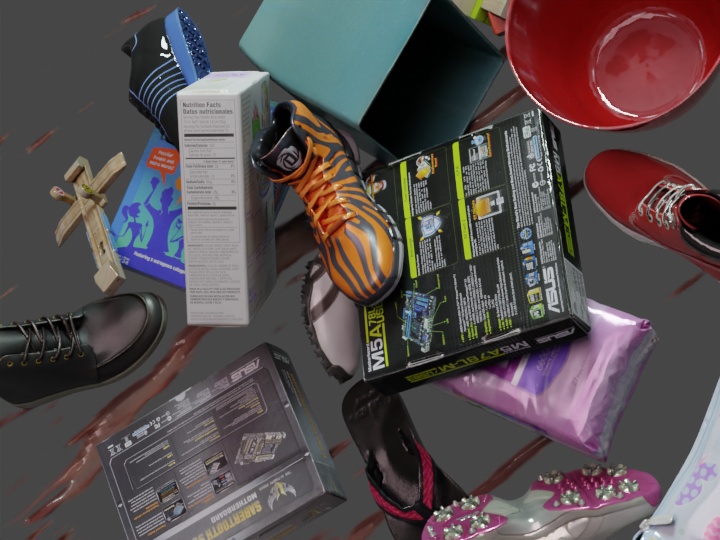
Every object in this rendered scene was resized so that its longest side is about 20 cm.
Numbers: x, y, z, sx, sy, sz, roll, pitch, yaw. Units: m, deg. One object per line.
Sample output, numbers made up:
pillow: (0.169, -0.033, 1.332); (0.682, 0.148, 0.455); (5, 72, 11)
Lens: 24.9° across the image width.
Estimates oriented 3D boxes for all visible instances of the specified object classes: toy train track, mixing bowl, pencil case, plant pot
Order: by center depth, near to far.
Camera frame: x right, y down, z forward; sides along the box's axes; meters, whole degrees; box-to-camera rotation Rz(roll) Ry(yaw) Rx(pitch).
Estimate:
pencil case: (0.291, 0.157, 1.278); (0.090, 0.083, 0.201); (28, 85, 7)
mixing bowl: (0.236, -0.197, 1.407); (0.199, 0.108, 0.202); (-8, 71, 23)
plant pot: (-0.003, -0.197, 1.506); (0.199, 0.141, 0.142); (29, 87, 36)
toy train track: (-0.268, -0.050, 1.599); (0.115, 0.032, 0.201); (-48, 40, 18)

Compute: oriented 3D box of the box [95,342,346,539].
box: (-0.129, 0.183, 1.487); (0.199, 0.048, 0.159); (-32, 63, 13)

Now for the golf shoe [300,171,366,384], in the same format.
golf shoe: (0.000, 0.000, 1.471); (0.094, 0.078, 0.202); (-7, 72, 23)

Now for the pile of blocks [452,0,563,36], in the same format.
pile of blocks: (0.098, -0.254, 1.517); (0.200, 0.082, 0.063); (33, 104, 40)

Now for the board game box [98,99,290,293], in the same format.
board game box: (-0.149, -0.078, 1.585); (0.151, 0.045, 0.201); (18, 81, 29)

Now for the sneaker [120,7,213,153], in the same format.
sneaker: (-0.178, -0.157, 1.563); (0.078, 0.070, 0.201); (-27, 56, 17)

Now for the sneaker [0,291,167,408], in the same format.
sneaker: (-0.287, 0.071, 1.565); (0.199, 0.106, 0.075); (-27, 64, 15)

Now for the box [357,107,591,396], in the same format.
box: (0.086, -0.015, 1.369); (0.192, 0.047, 0.201); (-21, 58, 26)

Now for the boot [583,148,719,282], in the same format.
boot: (0.252, -0.058, 1.334); (0.200, 0.144, 0.073); (36, 92, 31)

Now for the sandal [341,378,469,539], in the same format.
sandal: (0.035, 0.176, 1.414); (0.075, 0.045, 0.201); (-37, 62, 9)

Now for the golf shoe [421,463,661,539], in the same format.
golf shoe: (0.153, 0.219, 1.340); (0.198, 0.075, 0.092); (-15, 108, 5)

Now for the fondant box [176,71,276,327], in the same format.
fondant box: (-0.114, -0.066, 1.427); (0.058, 0.144, 0.202); (1, 103, 6)

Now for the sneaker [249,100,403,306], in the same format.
sneaker: (-0.038, -0.061, 1.372); (0.077, 0.112, 0.201); (-39, 51, 17)

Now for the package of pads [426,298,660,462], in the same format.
package of pads: (0.142, 0.068, 1.383); (0.199, 0.076, 0.121); (23, 81, 29)
